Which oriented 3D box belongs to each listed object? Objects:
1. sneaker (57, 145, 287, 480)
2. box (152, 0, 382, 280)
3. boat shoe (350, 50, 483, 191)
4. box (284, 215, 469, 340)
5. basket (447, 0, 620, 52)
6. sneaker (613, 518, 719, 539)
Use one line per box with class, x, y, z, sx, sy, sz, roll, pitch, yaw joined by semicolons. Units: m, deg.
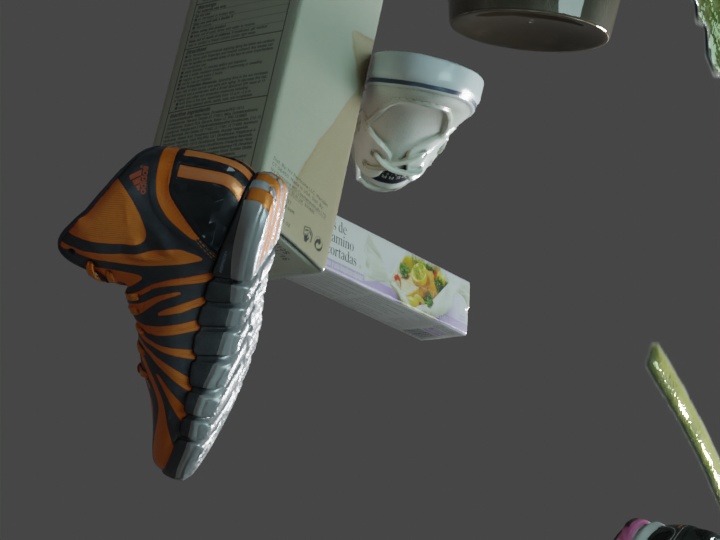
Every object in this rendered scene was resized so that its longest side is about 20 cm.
sneaker;-0.114;0.017;1.354;0.078;0.112;0.200;-59;166;-64
box;-0.058;-0.098;1.437;0.078;0.095;0.200;41;53;-44
boat shoe;0.026;-0.085;1.505;0.071;0.200;0.070;14;81;-8
box;0.000;0.000;1.544;0.200;0.041;0.039;25;62;-49
basket;0.129;-0.262;1.696;0.180;0.136;0.200;7;82;-10
sneaker;0.236;0.281;1.783;0.080;0.086;0.200;-4;87;-53
